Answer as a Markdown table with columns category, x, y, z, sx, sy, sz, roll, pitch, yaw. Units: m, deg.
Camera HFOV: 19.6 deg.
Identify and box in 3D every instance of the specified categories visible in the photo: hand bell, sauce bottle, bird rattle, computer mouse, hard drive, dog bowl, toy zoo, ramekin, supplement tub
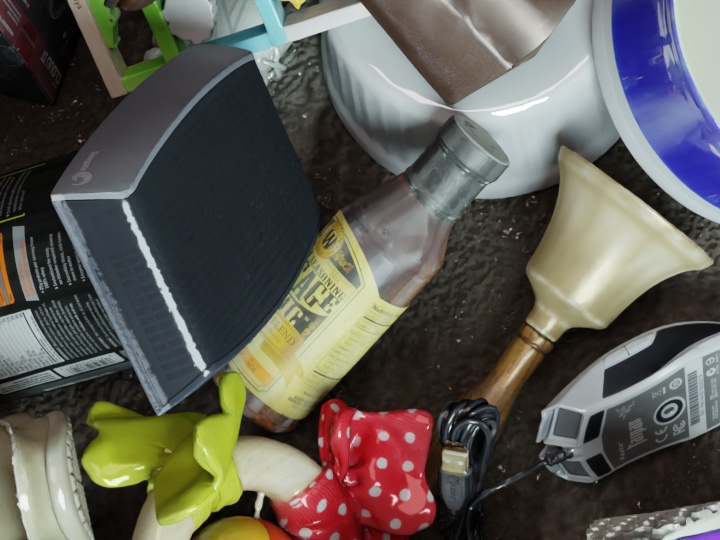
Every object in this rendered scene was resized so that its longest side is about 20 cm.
| category | x | y | z | sx | sy | sz | roll | pitch | yaw |
| --- | --- | --- | --- | --- | --- | --- | --- | --- | --- |
| hand bell | 0.091 | 0.042 | 1.142 | 0.104 | 0.104 | 0.200 | 39 | 94 | 17 |
| sauce bottle | 0.000 | 0.000 | 1.130 | 0.066 | 0.066 | 0.200 | 46 | 106 | 18 |
| bird rattle | -0.055 | 0.135 | 1.082 | 0.112 | 0.200 | 0.164 | 5 | 78 | 47 |
| computer mouse | 0.126 | 0.077 | 1.120 | 0.199 | 0.110 | 0.044 | -23 | 45 | -12 |
| hard drive | -0.078 | -0.030 | 1.051 | 0.042 | 0.200 | 0.135 | -15 | 110 | 24 |
| dog bowl | 0.228 | -0.125 | 1.116 | 0.199 | 0.079 | 0.201 | 4 | 80 | -24 |
| toy zoo | -0.068 | -0.180 | 1.115 | 0.199 | 0.020 | 0.132 | -17 | 114 | 15 |
| ramekin | 0.069 | -0.150 | 1.185 | 0.199 | 0.098 | 0.201 | -2 | 73 | 7 |
| supplement tub | -0.167 | 0.002 | 1.140 | 0.199 | 0.122 | 0.123 | -15 | 70 | 23 |

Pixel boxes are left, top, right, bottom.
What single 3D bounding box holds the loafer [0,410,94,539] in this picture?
| category | x | y | z | sx | sy | sz | roll | pitch | yaw |
| --- | --- | --- | --- | --- | --- | --- | --- | --- | --- |
| loafer | -0.187 | 0.114 | 1.088 | 0.068 | 0.200 | 0.076 | -12 | 90 | -18 |

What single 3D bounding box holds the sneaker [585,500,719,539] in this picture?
| category | x | y | z | sx | sy | sz | roll | pitch | yaw |
| --- | --- | --- | --- | --- | --- | --- | --- | --- | --- |
| sneaker | 0.173 | 0.168 | 1.025 | 0.069 | 0.200 | 0.100 | -12 | 76 | 26 |

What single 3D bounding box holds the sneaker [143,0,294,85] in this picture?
| category | x | y | z | sx | sy | sz | roll | pitch | yaw |
| --- | --- | --- | --- | --- | --- | --- | --- | --- | --- |
| sneaker | -0.083 | -0.120 | 1.213 | 0.081 | 0.075 | 0.201 | 13 | 75 | 2 |

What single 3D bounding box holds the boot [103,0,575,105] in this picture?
| category | x | y | z | sx | sy | sz | roll | pitch | yaw |
| --- | --- | --- | --- | --- | --- | --- | --- | --- | --- |
| boot | -0.008 | -0.142 | 1.087 | 0.200 | 0.064 | 0.186 | 40 | 118 | -20 |

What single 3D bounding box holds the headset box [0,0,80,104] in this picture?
| category | x | y | z | sx | sy | sz | roll | pitch | yaw |
| --- | --- | --- | --- | --- | --- | --- | --- | --- | --- |
| headset box | -0.203 | -0.201 | 1.210 | 0.075 | 0.149 | 0.201 | 15 | 76 | 13 |
